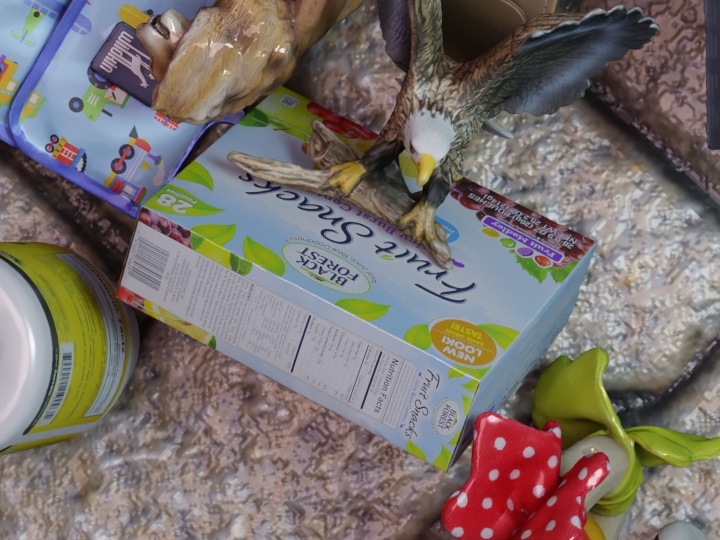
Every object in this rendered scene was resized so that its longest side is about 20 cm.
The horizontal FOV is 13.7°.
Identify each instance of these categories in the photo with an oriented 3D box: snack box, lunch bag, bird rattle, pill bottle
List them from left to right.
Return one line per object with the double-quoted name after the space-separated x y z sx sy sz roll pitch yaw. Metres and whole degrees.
-0.189 0.041 1.602 0.112 0.200 0.113 0 91 14 "pill bottle"
-0.151 -0.132 1.659 0.199 0.094 0.151 31 97 0 "lunch bag"
0.000 0.000 1.565 0.199 0.169 0.068 26 124 14 "snack box"
0.107 0.136 1.540 0.112 0.200 0.164 23 120 13 "bird rattle"

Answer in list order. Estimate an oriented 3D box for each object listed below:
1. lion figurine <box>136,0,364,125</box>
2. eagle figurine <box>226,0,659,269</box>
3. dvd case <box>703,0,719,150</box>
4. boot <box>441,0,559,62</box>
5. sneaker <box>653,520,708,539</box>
-0.030 -0.147 1.591 0.072 0.200 0.123 44 128 15 "lion figurine"
0.045 -0.099 1.482 0.151 0.151 0.201 59 137 40 "eagle figurine"
0.263 -0.120 1.419 0.199 0.016 0.149 0 128 9 "dvd case"
0.098 -0.201 1.578 0.076 0.200 0.156 29 62 1 "boot"
0.165 0.235 1.580 0.082 0.077 0.201 -10 88 21 "sneaker"
